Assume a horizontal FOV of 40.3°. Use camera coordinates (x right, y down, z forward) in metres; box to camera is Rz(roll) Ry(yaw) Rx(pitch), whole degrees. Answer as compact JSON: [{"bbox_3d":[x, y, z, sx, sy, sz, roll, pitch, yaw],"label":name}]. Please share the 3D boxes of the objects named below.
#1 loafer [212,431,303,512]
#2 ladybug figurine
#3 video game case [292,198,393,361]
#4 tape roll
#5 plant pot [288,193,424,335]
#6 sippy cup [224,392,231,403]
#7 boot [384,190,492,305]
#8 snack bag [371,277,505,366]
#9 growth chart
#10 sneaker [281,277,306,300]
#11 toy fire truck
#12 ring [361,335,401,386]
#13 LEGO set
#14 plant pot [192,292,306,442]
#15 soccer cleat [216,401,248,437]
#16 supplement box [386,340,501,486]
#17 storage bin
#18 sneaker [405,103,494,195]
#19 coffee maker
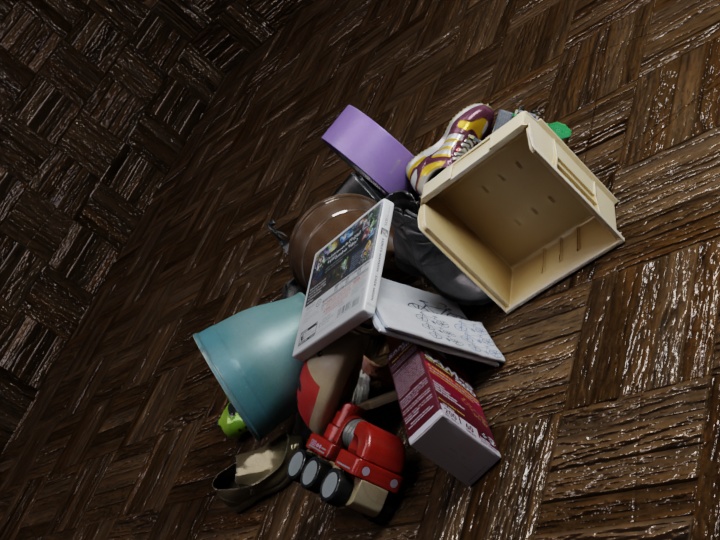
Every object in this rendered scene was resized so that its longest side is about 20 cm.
[{"bbox_3d":[-0.168,0.325,1.588,0.200,0.067,0.076,-44,32,26],"label":"loafer"},{"bbox_3d":[-0.049,0.167,1.465,0.136,0.072,0.201,-56,-15,-46],"label":"ladybug figurine"},{"bbox_3d":[-0.025,0.016,1.387,0.200,0.023,0.183,-37,35,50],"label":"video game case"},{"bbox_3d":[0.026,-0.220,1.876,0.085,0.200,0.200,-50,23,1],"label":"tape roll"},{"bbox_3d":[0.000,0.000,1.630,0.200,0.200,0.198,-49,30,6],"label":"plant pot"},{"bbox_3d":[-0.152,0.169,1.735,0.130,0.139,0.179,-9,61,42],"label":"sippy cup"},{"bbox_3d":[0.116,-0.034,1.431,0.199,0.132,0.070,22,53,31],"label":"boot"},{"bbox_3d":[0.089,0.060,1.362,0.200,0.188,0.022,-117,47,-63],"label":"snack bag"},{"bbox_3d":[-0.049,0.223,1.590,0.200,0.018,0.145,-29,32,42],"label":"growth chart"},{"bbox_3d":[-0.108,0.057,1.801,0.200,0.066,0.091,55,-147,-88],"label":"sneaker"},{"bbox_3d":[0.016,0.231,1.357,0.176,0.128,0.201,8,71,64],"label":"toy fire truck"},{"bbox_3d":[-0.001,0.090,1.483,0.019,0.201,0.200,-30,13,-26],"label":"ring"},{"bbox_3d":[0.232,-0.142,1.476,0.116,0.153,0.201,103,179,-47],"label":"LEGO set"},{"bbox_3d":[-0.136,0.140,1.572,0.187,0.201,0.200,-31,21,-8],"label":"plant pot"},{"bbox_3d":[-0.209,0.227,1.840,0.081,0.068,0.201,-20,37,25],"label":"soccer cleat"},{"bbox_3d":[0.103,0.172,1.265,0.061,0.109,0.200,-46,24,15],"label":"supplement box"},{"bbox_3d":[0.212,-0.078,1.322,0.200,0.198,0.094,-35,23,33],"label":"storage bin"},{"bbox_3d":[0.174,-0.209,1.766,0.200,0.075,0.090,-45,41,14],"label":"sneaker"},{"bbox_3d":[-0.046,-0.084,1.821,0.200,0.192,0.135,-46,7,8],"label":"coffee maker"}]
